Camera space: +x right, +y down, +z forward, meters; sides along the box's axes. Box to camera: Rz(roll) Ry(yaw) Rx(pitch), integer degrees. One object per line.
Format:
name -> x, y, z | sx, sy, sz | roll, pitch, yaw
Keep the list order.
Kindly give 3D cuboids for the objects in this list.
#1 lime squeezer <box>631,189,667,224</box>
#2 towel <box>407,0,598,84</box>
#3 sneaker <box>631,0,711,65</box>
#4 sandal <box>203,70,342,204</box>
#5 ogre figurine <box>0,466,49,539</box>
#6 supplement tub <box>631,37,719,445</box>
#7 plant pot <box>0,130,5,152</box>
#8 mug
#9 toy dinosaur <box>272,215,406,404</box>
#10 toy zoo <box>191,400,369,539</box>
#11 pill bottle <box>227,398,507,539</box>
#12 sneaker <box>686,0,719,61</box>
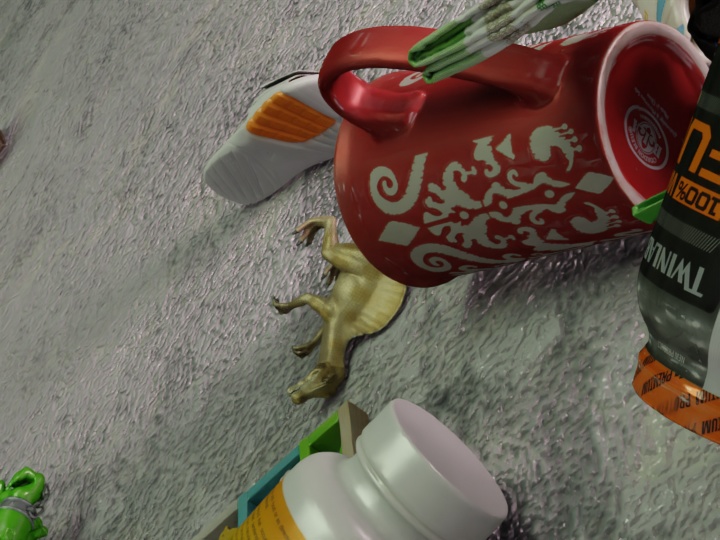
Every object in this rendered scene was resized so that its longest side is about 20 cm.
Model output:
lime squeezer -> 0.212, -0.091, 0.712 | 0.201, 0.070, 0.038 | -60, -5, 31
towel -> 0.130, -0.141, 0.676 | 0.148, 0.031, 0.199 | -27, 2, -38
sneaker -> 0.241, -0.200, 0.843 | 0.200, 0.076, 0.081 | -48, 34, 25
sandal -> -0.061, -0.123, 1.233 | 0.206, 0.079, 0.060 | -28, 38, 45
ogre figurine -> -0.314, 0.258, 1.173 | 0.199, 0.098, 0.120 | -32, 19, 16
supplement tub -> 0.187, -0.029, 0.608 | 0.123, 0.121, 0.203 | 42, 117, 64
plant pot -> -0.599, -0.174, 2.100 | 0.173, 0.201, 0.200 | -34, 27, 0
mug -> 0.080, -0.066, 0.841 | 0.199, 0.176, 0.136 | -8, 82, 50
toy dinosaur -> 0.000, 0.000, 1.030 | 0.101, 0.058, 0.202 | 21, 84, 48
toy zoo -> -0.064, 0.185, 0.927 | 0.200, 0.020, 0.132 | -43, 28, 21
pill bottle -> -0.019, 0.166, 0.773 | 0.200, 0.111, 0.111 | -48, 26, 11
sneaker -> 0.246, -0.150, 0.716 | 0.199, 0.111, 0.074 | -34, 32, 34
